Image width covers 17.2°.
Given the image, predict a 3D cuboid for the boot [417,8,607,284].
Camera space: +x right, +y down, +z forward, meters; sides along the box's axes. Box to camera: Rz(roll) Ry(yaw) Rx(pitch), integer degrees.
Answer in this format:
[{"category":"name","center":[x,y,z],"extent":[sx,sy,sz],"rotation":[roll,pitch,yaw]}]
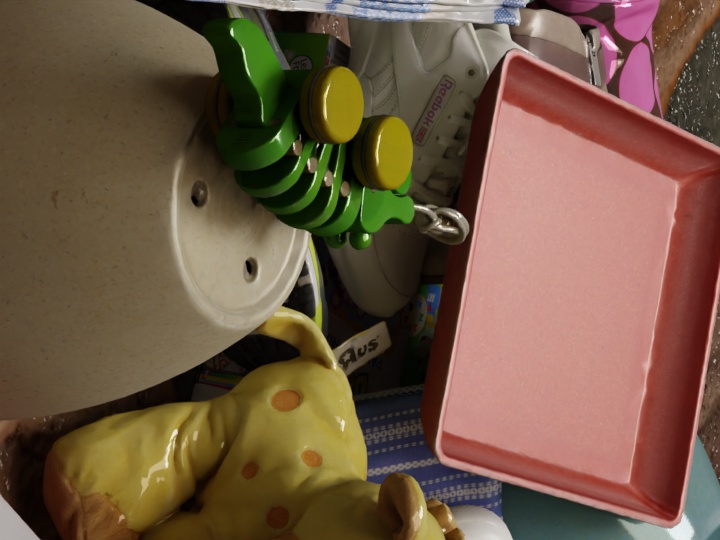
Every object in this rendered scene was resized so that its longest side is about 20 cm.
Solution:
[{"category":"boot","center":[0.083,-0.069,1.288],"extent":[0.200,0.070,0.147],"rotation":[-9,101,-65]}]

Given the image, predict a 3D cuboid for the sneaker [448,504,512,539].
[{"category":"sneaker","center":[0.005,0.199,1.166],"extent":[0.200,0.088,0.075],"rotation":[-37,119,-7]}]

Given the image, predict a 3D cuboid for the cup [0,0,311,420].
[{"category":"cup","center":[-0.105,-0.031,1.009],"extent":[0.200,0.143,0.202],"rotation":[-7,98,-56]}]

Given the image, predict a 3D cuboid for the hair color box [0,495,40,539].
[{"category":"hair color box","center":[-0.180,0.150,0.986],"extent":[0.200,0.064,0.111],"rotation":[56,49,-42]}]

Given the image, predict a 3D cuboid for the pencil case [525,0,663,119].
[{"category":"pencil case","center":[0.156,-0.090,1.457],"extent":[0.093,0.091,0.201],"rotation":[-18,115,-18]}]

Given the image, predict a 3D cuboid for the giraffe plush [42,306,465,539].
[{"category":"giraffe plush","center":[-0.025,0.129,1.066],"extent":[0.200,0.162,0.173],"rotation":[-44,134,-2]}]

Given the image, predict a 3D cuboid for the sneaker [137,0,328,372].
[{"category":"sneaker","center":[-0.049,-0.048,1.144],"extent":[0.081,0.073,0.201],"rotation":[-24,104,-61]}]

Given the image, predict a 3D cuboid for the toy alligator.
[{"category":"toy alligator","center":[-0.010,-0.035,0.969],"extent":[0.200,0.059,0.055],"rotation":[41,60,-51]}]

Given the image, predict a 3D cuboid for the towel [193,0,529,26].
[{"category":"towel","center":[-0.027,-0.175,1.084],"extent":[0.199,0.024,0.148],"rotation":[0,55,-29]}]

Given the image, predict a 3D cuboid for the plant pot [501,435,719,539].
[{"category":"plant pot","center":[0.124,0.141,1.314],"extent":[0.200,0.134,0.201],"rotation":[-48,159,-26]}]

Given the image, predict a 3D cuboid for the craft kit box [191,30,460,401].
[{"category":"craft kit box","center":[0.000,0.000,1.266],"extent":[0.200,0.048,0.199],"rotation":[27,73,-54]}]

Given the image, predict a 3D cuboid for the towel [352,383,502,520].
[{"category":"towel","center":[0.006,0.154,1.208],"extent":[0.144,0.024,0.201],"rotation":[-9,117,-14]}]

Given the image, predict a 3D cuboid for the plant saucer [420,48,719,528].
[{"category":"plant saucer","center":[0.105,0.013,1.184],"extent":[0.199,0.037,0.201],"rotation":[19,78,-44]}]

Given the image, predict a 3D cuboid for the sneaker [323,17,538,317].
[{"category":"sneaker","center":[0.033,-0.076,1.182],"extent":[0.075,0.099,0.201],"rotation":[15,82,-58]}]
